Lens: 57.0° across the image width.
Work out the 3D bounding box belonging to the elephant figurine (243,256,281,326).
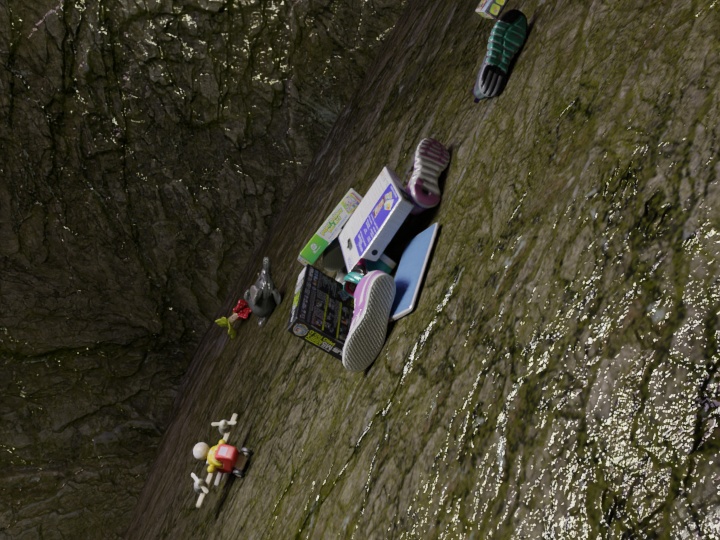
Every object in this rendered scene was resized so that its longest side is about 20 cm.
[{"bbox_3d":[-0.351,0.077,2.411,0.141,0.155,0.200,-44,-3,-29],"label":"elephant figurine"}]

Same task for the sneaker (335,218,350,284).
[{"bbox_3d":[-0.037,-0.043,1.722,0.075,0.081,0.203,-38,27,56],"label":"sneaker"}]

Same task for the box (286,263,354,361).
[{"bbox_3d":[-0.074,0.093,1.466,0.044,0.158,0.202,-48,20,30],"label":"box"}]

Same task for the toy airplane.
[{"bbox_3d":[-0.391,0.510,1.801,0.201,0.139,0.200,-58,16,13],"label":"toy airplane"}]

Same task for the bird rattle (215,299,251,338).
[{"bbox_3d":[-0.545,0.188,2.937,0.201,0.112,0.163,-52,2,22],"label":"bird rattle"}]

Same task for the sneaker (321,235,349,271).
[{"bbox_3d":[-0.016,-0.081,1.642,0.198,0.074,0.082,-31,30,9],"label":"sneaker"}]

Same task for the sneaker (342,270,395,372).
[{"bbox_3d":[0.010,0.098,1.328,0.204,0.072,0.114,-67,19,0],"label":"sneaker"}]

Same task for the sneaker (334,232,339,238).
[{"bbox_3d":[-0.079,-0.098,2.004,0.087,0.075,0.200,-52,20,-6],"label":"sneaker"}]

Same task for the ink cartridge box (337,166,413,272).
[{"bbox_3d":[0.029,-0.108,1.457,0.201,0.043,0.199,-53,23,18],"label":"ink cartridge box"}]

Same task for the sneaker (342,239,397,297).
[{"bbox_3d":[0.000,0.000,1.513,0.122,0.083,0.200,-55,27,-1],"label":"sneaker"}]

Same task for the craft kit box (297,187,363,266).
[{"bbox_3d":[-0.078,-0.100,1.638,0.201,0.048,0.198,-52,1,-6],"label":"craft kit box"}]

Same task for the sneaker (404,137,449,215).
[{"bbox_3d":[0.137,-0.203,1.461,0.089,0.079,0.203,128,162,-55],"label":"sneaker"}]

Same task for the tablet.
[{"bbox_3d":[0.100,0.007,1.327,0.130,0.013,0.203,-35,32,58],"label":"tablet"}]

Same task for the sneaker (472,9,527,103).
[{"bbox_3d":[0.288,-0.460,1.421,0.203,0.073,0.087,-65,11,-9],"label":"sneaker"}]

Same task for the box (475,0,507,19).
[{"bbox_3d":[0.376,-0.743,1.690,0.202,0.034,0.110,-57,16,15],"label":"box"}]
